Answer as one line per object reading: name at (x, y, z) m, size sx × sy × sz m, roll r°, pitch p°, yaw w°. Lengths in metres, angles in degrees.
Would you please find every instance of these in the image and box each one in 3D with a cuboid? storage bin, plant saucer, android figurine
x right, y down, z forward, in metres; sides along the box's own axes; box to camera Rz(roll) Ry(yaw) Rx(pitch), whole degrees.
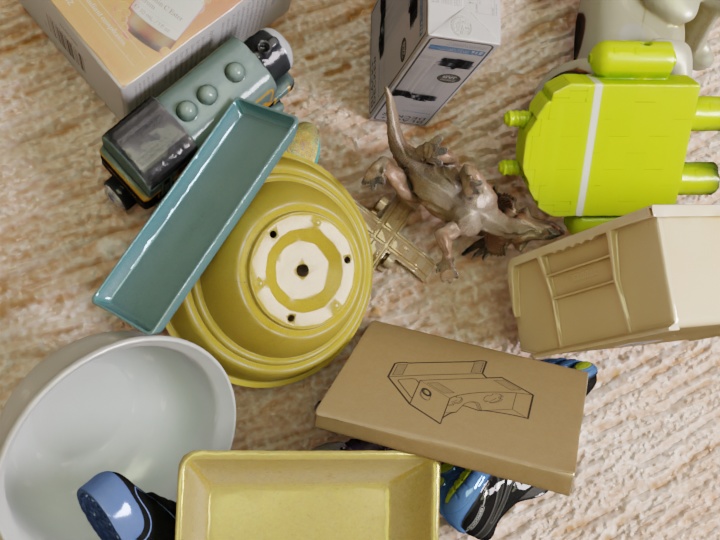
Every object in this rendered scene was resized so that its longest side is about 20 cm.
storage bin at (0.263, 0.013, 0.770) m, size 0.199 × 0.198 × 0.095 m, roll -3°, pitch 80°, yaw -26°
plant saucer at (-0.042, 0.234, 0.661) m, size 0.198 × 0.048 × 0.202 m, roll 4°, pitch 81°, yaw -18°
plant saucer at (-0.122, -0.043, 0.684) m, size 0.070 × 0.019 × 0.201 m, roll 23°, pitch 72°, yaw 31°
android figurine at (0.222, -0.110, 0.791) m, size 0.198 × 0.041 × 0.183 m, roll -1°, pitch 118°, yaw -2°

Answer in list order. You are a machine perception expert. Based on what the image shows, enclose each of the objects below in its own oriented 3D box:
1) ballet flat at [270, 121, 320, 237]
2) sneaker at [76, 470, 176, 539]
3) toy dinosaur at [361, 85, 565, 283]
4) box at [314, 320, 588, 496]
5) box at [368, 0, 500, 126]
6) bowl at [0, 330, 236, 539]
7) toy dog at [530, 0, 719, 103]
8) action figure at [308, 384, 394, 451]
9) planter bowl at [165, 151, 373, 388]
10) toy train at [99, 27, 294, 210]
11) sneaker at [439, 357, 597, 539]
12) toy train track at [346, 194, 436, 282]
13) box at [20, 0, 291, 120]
ballet flat at (-0.096, -0.053, 0.782) m, size 0.070 × 0.071 × 0.201 m, roll 25°, pitch 79°, yaw -8°
sneaker at (-0.146, 0.204, 0.690) m, size 0.070 × 0.201 × 0.078 m, roll 25°, pitch 56°, yaw 36°
toy dinosaur at (0.080, -0.072, 0.805) m, size 0.200 × 0.135 × 0.086 m, roll 47°, pitch 111°, yaw 6°
box at (0.081, 0.105, 0.731) m, size 0.199 × 0.164 × 0.021 m, roll 13°, pitch 115°, yaw 13°
box at (0.058, -0.213, 0.780) m, size 0.060 × 0.200 × 0.118 m, roll 3°, pitch 81°, yaw -12°
bowl at (-0.204, 0.125, 0.699) m, size 0.200 × 0.090 × 0.202 m, roll -23°, pitch 127°, yaw -34°
toy dog at (0.242, -0.195, 0.853) m, size 0.193 × 0.140 × 0.201 m, roll 35°, pitch 76°, yaw 3°
action figure at (-0.018, 0.166, 0.760) m, size 0.199 × 0.069 × 0.131 m, roll -20°, pitch 86°, yaw -31°
planter bowl at (-0.060, 0.000, 0.723) m, size 0.199 × 0.083 × 0.202 m, roll -1°, pitch 92°, yaw -27°
toy train at (-0.136, -0.129, 0.766) m, size 0.200 × 0.114 × 0.085 m, roll -42°, pitch 92°, yaw -16°
sneaker at (0.146, 0.157, 0.814) m, size 0.200 × 0.071 × 0.083 m, roll -47°, pitch 116°, yaw -18°
toy train track at (0.000, 0.000, 0.817) m, size 0.114 × 0.033 × 0.201 m, roll 36°, pitch 76°, yaw -5°
box at (-0.176, -0.254, 0.782) m, size 0.200 × 0.106 × 0.152 m, roll -42°, pitch 91°, yaw -15°
